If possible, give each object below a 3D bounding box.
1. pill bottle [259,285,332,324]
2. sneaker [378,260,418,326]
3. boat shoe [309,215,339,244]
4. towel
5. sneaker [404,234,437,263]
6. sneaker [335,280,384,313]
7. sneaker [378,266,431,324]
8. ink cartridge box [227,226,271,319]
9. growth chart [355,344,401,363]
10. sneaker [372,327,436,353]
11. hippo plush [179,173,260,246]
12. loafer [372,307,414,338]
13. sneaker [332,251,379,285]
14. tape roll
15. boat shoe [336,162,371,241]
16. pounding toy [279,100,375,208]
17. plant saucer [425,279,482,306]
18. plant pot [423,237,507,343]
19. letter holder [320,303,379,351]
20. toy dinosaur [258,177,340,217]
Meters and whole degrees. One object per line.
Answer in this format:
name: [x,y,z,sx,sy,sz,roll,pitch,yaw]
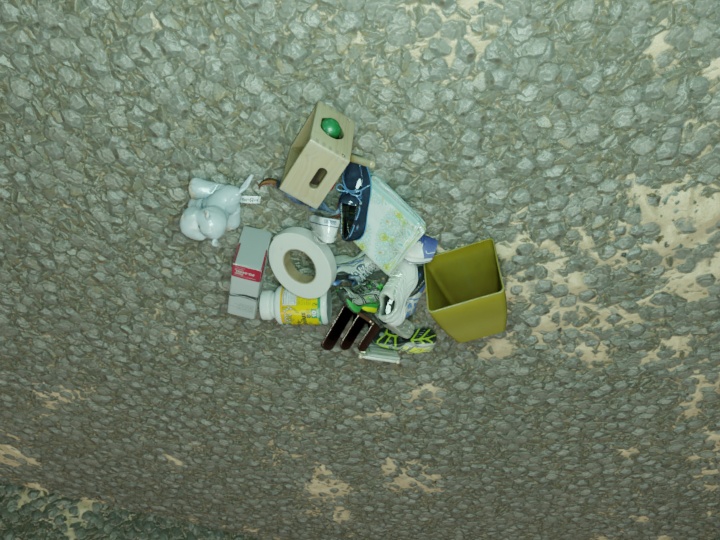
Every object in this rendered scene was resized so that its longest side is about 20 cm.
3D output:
pill bottle: [-0.185,0.098,1.836,0.194,0.114,0.114,0,135,7]
sneaker: [0.096,0.047,1.705,0.076,0.206,0.099,10,178,29]
boat shoe: [-0.094,-0.100,1.581,0.072,0.200,0.067,8,94,-7]
towel: [0.051,-0.110,1.575,0.200,0.048,0.172,45,123,14]
sneaker: [0.110,-0.096,1.634,0.194,0.082,0.116,14,137,-6]
sneaker: [0.004,0.058,1.704,0.086,0.078,0.199,-52,155,17]
sneaker: [0.131,0.071,1.789,0.076,0.076,0.201,21,115,-46]
ink cartridge box: [-0.303,0.008,1.736,0.081,0.147,0.202,12,135,-7]
growth chart: [0.055,0.248,1.934,0.141,0.200,0.018,9,94,2]
sneaker: [0.132,0.223,1.951,0.194,0.077,0.078,5,135,4]
hippo plush: [-0.359,-0.126,1.591,0.194,0.163,0.162,1,136,12]
loafer: [0.077,0.131,1.866,0.200,0.071,0.069,45,160,-27]
sneaker: [0.000,0.000,1.737,0.195,0.086,0.078,-15,132,19]
tape roll: [-0.157,-0.020,1.719,0.198,0.037,0.207,16,127,22]
boat shoe: [-0.014,-0.167,1.531,0.083,0.068,0.206,8,108,36]
pounding toy: [-0.070,-0.254,1.424,0.140,0.187,0.200,25,132,-19]
plant saucer: [0.284,0.088,1.831,0.194,0.033,0.203,4,135,4]
plant pot: [0.287,0.070,1.678,0.195,0.203,0.178,-16,130,15]
letter holder: [-0.028,0.187,1.804,0.099,0.144,0.200,32,175,10]
toy dinosaur: [-0.122,-0.193,1.596,0.197,0.107,0.181,11,159,47]
